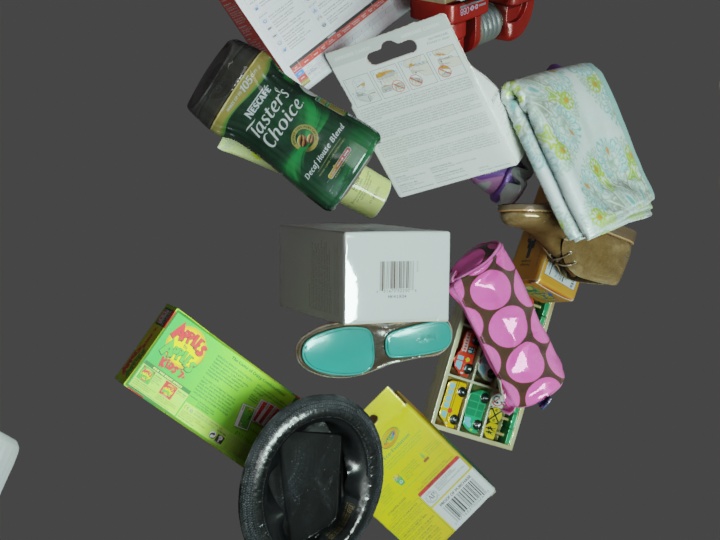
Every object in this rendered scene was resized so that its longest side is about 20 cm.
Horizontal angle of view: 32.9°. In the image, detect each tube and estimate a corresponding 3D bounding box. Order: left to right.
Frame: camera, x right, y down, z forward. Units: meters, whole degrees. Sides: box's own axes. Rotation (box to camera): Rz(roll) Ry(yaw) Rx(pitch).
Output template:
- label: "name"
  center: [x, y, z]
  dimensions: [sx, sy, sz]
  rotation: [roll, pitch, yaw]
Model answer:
- label: "tube"
  center: [-0.060, -0.126, 1.394]
  dimensions: [0.199, 0.052, 0.058]
  rotation: [29, 44, -15]

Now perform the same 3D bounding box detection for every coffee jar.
- label: "coffee jar"
  center: [-0.084, -0.160, 1.324]
  dimensions: [0.199, 0.085, 0.105]
  rotation: [34, 99, -5]

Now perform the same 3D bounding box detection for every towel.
- label: "towel"
  center: [0.254, -0.138, 1.393]
  dimensions: [0.171, 0.048, 0.201]
  rotation: [-20, 84, -49]

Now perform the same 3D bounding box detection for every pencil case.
- label: "pencil case"
  center: [0.169, 0.069, 1.460]
  dimensions: [0.093, 0.091, 0.201]
  rotation: [-30, 103, -11]

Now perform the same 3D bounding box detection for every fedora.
- label: "fedora"
  center: [-0.069, 0.225, 1.344]
  dimensions: [0.199, 0.091, 0.202]
  rotation: [-8, 105, -31]

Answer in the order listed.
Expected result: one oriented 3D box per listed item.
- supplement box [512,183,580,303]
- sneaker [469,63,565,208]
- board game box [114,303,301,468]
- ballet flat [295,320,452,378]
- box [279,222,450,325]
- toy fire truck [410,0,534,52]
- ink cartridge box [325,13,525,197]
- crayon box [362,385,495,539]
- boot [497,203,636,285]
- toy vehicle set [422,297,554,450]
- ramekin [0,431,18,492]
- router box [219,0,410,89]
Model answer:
- label: "supplement box"
  center: [0.251, -0.062, 1.510]
  dimensions: [0.069, 0.066, 0.201]
  rotation: [30, 74, -25]
- label: "sneaker"
  center: [0.190, -0.175, 1.487]
  dimensions: [0.088, 0.081, 0.201]
  rotation: [29, 76, 2]
- label: "board game box"
  center: [-0.163, 0.137, 1.369]
  dimensions: [0.200, 0.048, 0.102]
  rotation: [39, 79, -22]
- label: "ballet flat"
  center: [0.010, 0.084, 1.430]
  dimensions: [0.199, 0.067, 0.069]
  rotation: [-3, 102, -22]
- label: "box"
  center: [0.000, 0.000, 1.345]
  dimensions: [0.124, 0.200, 0.098]
  rotation: [-1, 95, -23]
- label: "toy fire truck"
  center: [0.144, -0.275, 1.417]
  dimensions: [0.176, 0.128, 0.201]
  rotation: [-29, 128, -44]
- label: "ink cartridge box"
  center: [0.074, -0.189, 1.374]
  dimensions: [0.201, 0.160, 0.050]
  rotation: [61, 34, -25]
- label: "crayon box"
  center: [0.050, 0.236, 1.455]
  dimensions: [0.127, 0.051, 0.200]
  rotation: [-44, 110, 0]
- label: "boot"
  center: [0.241, -0.032, 1.428]
  dimensions: [0.199, 0.073, 0.076]
  rotation: [16, 86, -30]
- label: "toy vehicle set"
  center: [0.160, 0.111, 1.519]
  dimensions: [0.124, 0.026, 0.201]
  rotation: [17, 87, -24]
- label: "ramekin"
  center: [-0.430, 0.170, 1.179]
  dimensions: [0.200, 0.200, 0.098]
  rotation: [33, 74, -22]
- label: "router box"
  center: [-0.052, -0.326, 1.378]
  dimensions: [0.200, 0.049, 0.180]
  rotation: [-40, 108, -16]
